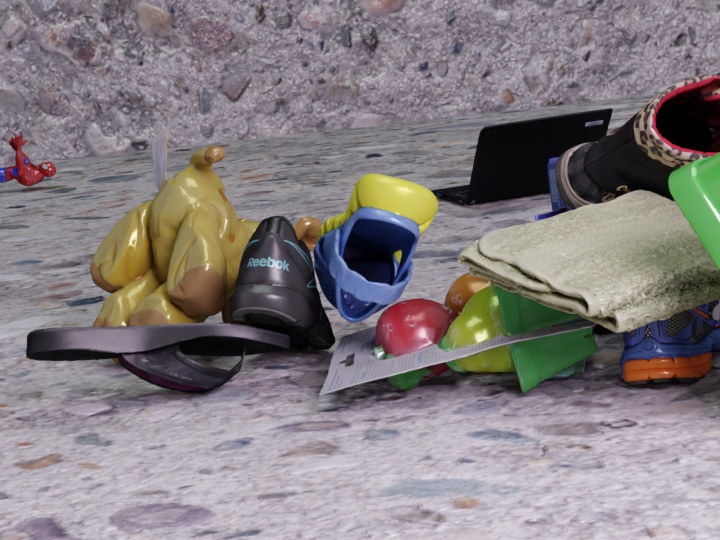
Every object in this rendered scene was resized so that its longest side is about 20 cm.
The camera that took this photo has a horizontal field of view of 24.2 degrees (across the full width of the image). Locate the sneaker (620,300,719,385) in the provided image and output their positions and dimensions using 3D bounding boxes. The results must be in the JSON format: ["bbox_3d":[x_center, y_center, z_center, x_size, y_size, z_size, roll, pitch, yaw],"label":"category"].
[{"bbox_3d":[0.237,0.023,1.224,0.075,0.079,0.200,-2,11,19],"label":"sneaker"}]

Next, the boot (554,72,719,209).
[{"bbox_3d":[0.261,-0.096,1.253,0.198,0.074,0.151,-5,-12,-18],"label":"boot"}]

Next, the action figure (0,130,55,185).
[{"bbox_3d":[-0.597,-0.183,2.761,0.198,0.100,0.065,-1,12,14],"label":"action figure"}]

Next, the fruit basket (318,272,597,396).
[{"bbox_3d":[0.074,0.050,1.228,0.198,0.095,0.185,-21,8,7],"label":"fruit basket"}]

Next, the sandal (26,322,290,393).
[{"bbox_3d":[-0.152,0.069,1.271,0.198,0.049,0.075,-1,-11,-8],"label":"sandal"}]

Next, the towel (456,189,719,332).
[{"bbox_3d":[0.180,-0.010,1.137,0.199,0.037,0.148,-13,25,-37],"label":"towel"}]

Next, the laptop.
[{"bbox_3d":[0.197,-0.146,2.094,0.175,0.105,0.200,-9,11,-17],"label":"laptop"}]

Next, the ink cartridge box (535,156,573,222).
[{"bbox_3d":[0.233,-0.033,1.366,0.198,0.138,0.076,-8,3,-11],"label":"ink cartridge box"}]

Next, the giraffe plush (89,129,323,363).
[{"bbox_3d":[-0.120,-0.001,1.435,0.172,0.202,0.161,-16,-33,43],"label":"giraffe plush"}]

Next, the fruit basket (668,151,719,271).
[{"bbox_3d":[0.277,0.018,1.034,0.155,0.218,0.214,-14,13,-40],"label":"fruit basket"}]

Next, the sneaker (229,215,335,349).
[{"bbox_3d":[-0.056,0.016,1.316,0.074,0.080,0.200,4,-12,3],"label":"sneaker"}]

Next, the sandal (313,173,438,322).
[{"bbox_3d":[0.000,0.000,1.260,0.079,0.088,0.200,18,-20,-1],"label":"sandal"}]
